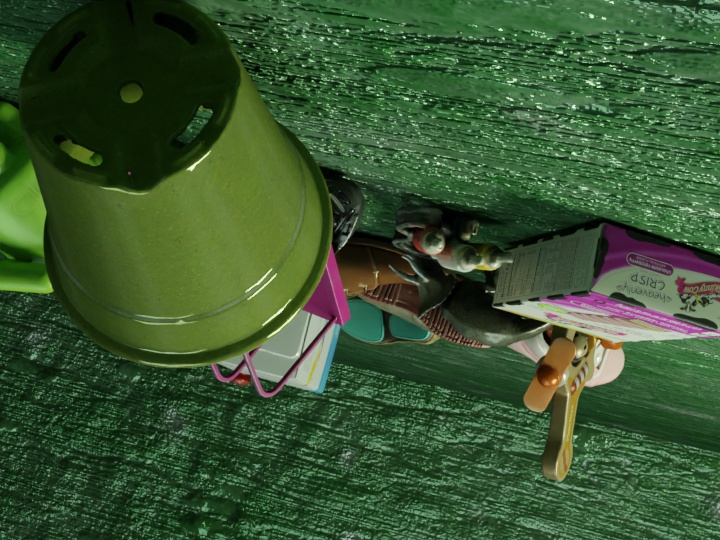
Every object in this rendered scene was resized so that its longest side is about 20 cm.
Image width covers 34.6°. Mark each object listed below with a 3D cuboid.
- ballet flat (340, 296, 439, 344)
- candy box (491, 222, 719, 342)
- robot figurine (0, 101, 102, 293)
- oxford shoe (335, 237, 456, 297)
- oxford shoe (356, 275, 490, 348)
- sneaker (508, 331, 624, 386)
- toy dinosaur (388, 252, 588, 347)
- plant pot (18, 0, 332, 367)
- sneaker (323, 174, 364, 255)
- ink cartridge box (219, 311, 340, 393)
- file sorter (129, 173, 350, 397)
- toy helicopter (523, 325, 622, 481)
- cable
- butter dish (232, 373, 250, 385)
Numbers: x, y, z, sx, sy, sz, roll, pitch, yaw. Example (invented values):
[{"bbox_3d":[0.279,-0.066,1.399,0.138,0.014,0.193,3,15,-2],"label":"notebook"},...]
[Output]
[{"bbox_3d":[0.054,0.070,1.647,0.072,0.068,0.199,-4,-177,-43],"label":"ballet flat"},{"bbox_3d":[0.214,0.016,0.989,0.136,0.061,0.200,16,172,-13],"label":"candy box"},{"bbox_3d":[-0.284,-0.058,1.052,0.115,0.176,0.200,-20,131,29],"label":"robot figurine"},{"bbox_3d":[0.000,0.000,1.217,0.199,0.072,0.071,13,170,0],"label":"oxford shoe"},{"bbox_3d":[0.070,0.030,1.320,0.199,0.071,0.075,28,172,-14],"label":"oxford shoe"},{"bbox_3d":[0.255,0.092,1.355,0.200,0.076,0.105,24,173,-28],"label":"sneaker"},{"bbox_3d":[0.127,0.046,1.142,0.200,0.077,0.102,33,-146,33],"label":"toy dinosaur"},{"bbox_3d":[-0.121,-0.066,0.705,0.199,0.201,0.190,13,158,8],"label":"plant pot"},{"bbox_3d":[-0.048,-0.045,1.042,0.074,0.079,0.200,50,150,-4],"label":"sneaker"},{"bbox_3d":[-0.125,0.089,1.735,0.146,0.147,0.200,13,172,12],"label":"ink cartridge box"},{"bbox_3d":[-0.134,0.003,0.997,0.199,0.126,0.139,20,143,30],"label":"file sorter"},{"bbox_3d":[0.215,0.124,1.213,0.079,0.201,0.132,10,-172,28],"label":"toy helicopter"},{"bbox_3d":[0.055,-0.022,1.038,0.097,0.051,0.200,15,172,-18],"label":"cable"},{"bbox_3d":[-0.234,0.165,2.398,0.199,0.149,0.199,21,170,-39],"label":"butter dish"}]
